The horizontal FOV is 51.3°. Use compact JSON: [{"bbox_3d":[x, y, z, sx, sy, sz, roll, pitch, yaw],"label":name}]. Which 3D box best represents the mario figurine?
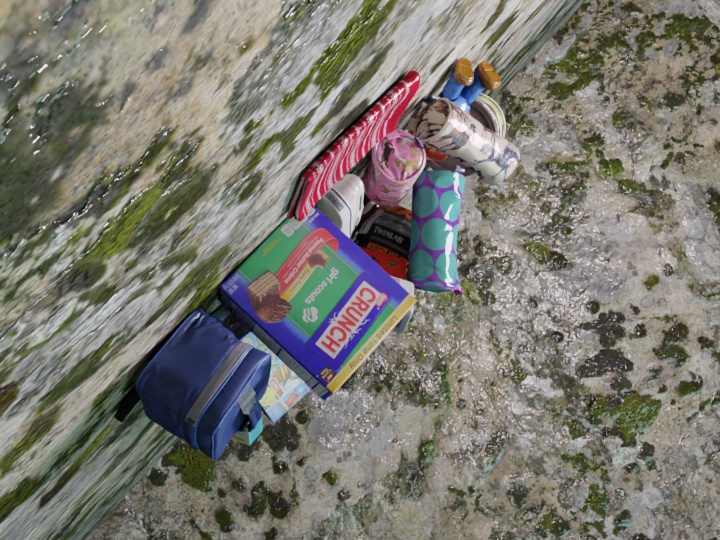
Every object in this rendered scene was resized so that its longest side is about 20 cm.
[{"bbox_3d":[0.154,-0.247,1.238,0.106,0.123,0.200,-62,-175,-39],"label":"mario figurine"}]

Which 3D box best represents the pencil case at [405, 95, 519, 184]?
[{"bbox_3d":[0.170,-0.203,1.195,0.089,0.200,0.078,25,-88,49],"label":"pencil case"}]

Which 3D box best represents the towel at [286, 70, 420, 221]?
[{"bbox_3d":[-0.008,-0.148,0.909,0.200,0.022,0.145,-47,178,-20],"label":"towel"}]

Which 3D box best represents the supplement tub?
[{"bbox_3d":[0.035,-0.007,1.286,0.123,0.122,0.200,127,-13,-79],"label":"supplement tub"}]

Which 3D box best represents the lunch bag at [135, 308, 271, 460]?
[{"bbox_3d":[-0.191,0.159,0.968,0.136,0.132,0.200,-53,171,-25],"label":"lunch bag"}]

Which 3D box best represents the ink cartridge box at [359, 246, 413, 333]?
[{"bbox_3d":[0.000,0.000,1.128,0.200,0.160,0.047,-82,-170,-57],"label":"ink cartridge box"}]

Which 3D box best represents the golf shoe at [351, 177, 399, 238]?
[{"bbox_3d":[0.027,-0.138,1.336,0.200,0.077,0.088,-47,172,-25],"label":"golf shoe"}]

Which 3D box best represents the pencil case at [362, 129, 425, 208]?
[{"bbox_3d":[0.048,-0.156,1.175,0.087,0.083,0.200,-57,180,-8],"label":"pencil case"}]

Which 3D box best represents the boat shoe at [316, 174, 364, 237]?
[{"bbox_3d":[-0.028,-0.090,1.097,0.066,0.072,0.200,-44,171,-11],"label":"boat shoe"}]

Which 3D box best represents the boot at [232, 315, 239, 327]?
[{"bbox_3d":[-0.223,0.138,1.212,0.144,0.202,0.071,-9,-147,12],"label":"boot"}]

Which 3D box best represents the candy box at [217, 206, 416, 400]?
[{"bbox_3d":[-0.058,0.039,0.983,0.169,0.200,0.077,-47,179,-18],"label":"candy box"}]

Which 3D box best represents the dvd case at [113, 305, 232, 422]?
[{"bbox_3d":[-0.258,0.124,1.073,0.143,0.018,0.200,-49,179,29],"label":"dvd case"}]

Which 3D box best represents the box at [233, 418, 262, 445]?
[{"bbox_3d":[-0.225,0.212,1.338,0.049,0.082,0.200,-47,145,-52],"label":"box"}]

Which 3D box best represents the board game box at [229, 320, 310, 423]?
[{"bbox_3d":[-0.129,0.134,1.165,0.135,0.034,0.200,-40,137,-17],"label":"board game box"}]

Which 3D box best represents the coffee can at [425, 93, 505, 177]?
[{"bbox_3d":[0.199,-0.266,1.445,0.146,0.146,0.200,-48,179,22],"label":"coffee can"}]

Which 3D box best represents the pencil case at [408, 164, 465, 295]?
[{"bbox_3d":[0.125,-0.064,1.205,0.085,0.092,0.201,-11,-107,64],"label":"pencil case"}]
